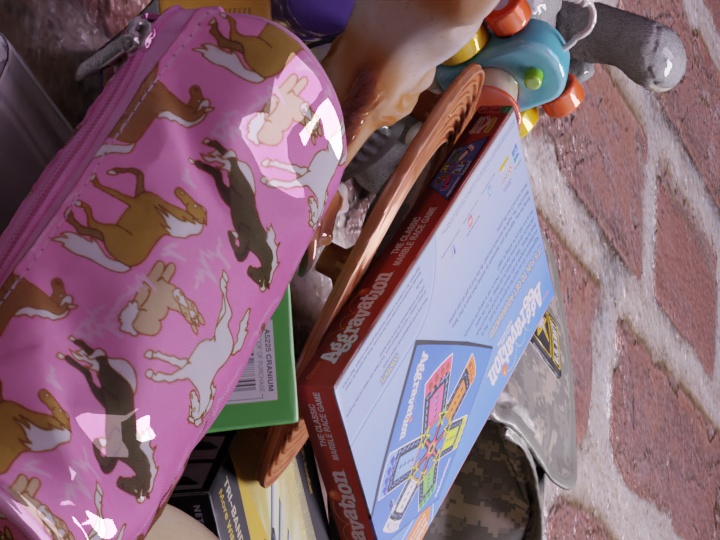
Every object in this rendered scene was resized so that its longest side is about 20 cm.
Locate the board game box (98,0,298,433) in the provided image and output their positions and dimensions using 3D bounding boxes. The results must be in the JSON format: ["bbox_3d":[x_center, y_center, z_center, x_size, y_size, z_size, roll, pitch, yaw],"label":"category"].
[{"bbox_3d":[-0.069,-0.022,0.753,0.200,0.040,0.154,-174,-100,-76],"label":"board game box"}]

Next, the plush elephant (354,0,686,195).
[{"bbox_3d":[0.048,-0.098,1.073,0.165,0.200,0.155,12,100,-55],"label":"plush elephant"}]

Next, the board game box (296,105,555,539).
[{"bbox_3d":[0.033,0.027,0.795,0.200,0.019,0.103,-56,138,-46],"label":"board game box"}]

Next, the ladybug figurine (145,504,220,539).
[{"bbox_3d":[-0.082,0.157,0.707,0.200,0.072,0.136,52,29,-54],"label":"ladybug figurine"}]

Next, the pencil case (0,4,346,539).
[{"bbox_3d":[-0.073,0.012,0.540,0.200,0.086,0.083,-64,-177,-39],"label":"pencil case"}]

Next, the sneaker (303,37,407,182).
[{"bbox_3d":[-0.037,-0.070,0.855,0.200,0.078,0.080,131,-42,-58],"label":"sneaker"}]

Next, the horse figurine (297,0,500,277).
[{"bbox_3d":[0.031,-0.102,0.675,0.050,0.200,0.133,38,42,-2],"label":"horse figurine"}]

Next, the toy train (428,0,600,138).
[{"bbox_3d":[0.020,-0.121,0.935,0.150,0.199,0.056,101,3,-46],"label":"toy train"}]

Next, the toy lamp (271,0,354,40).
[{"bbox_3d":[-0.044,-0.138,0.803,0.200,0.058,0.058,-132,-155,-60],"label":"toy lamp"}]

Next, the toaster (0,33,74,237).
[{"bbox_3d":[-0.151,0.014,0.593,0.129,0.113,0.200,63,36,-40],"label":"toaster"}]

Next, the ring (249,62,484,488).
[{"bbox_3d":[0.000,0.000,0.819,0.201,0.019,0.200,-61,174,-11],"label":"ring"}]

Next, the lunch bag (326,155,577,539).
[{"bbox_3d":[0.046,0.059,0.971,0.200,0.117,0.164,100,-9,-51],"label":"lunch bag"}]

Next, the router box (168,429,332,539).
[{"bbox_3d":[-0.054,0.148,0.879,0.157,0.052,0.201,-69,151,-63],"label":"router box"}]
